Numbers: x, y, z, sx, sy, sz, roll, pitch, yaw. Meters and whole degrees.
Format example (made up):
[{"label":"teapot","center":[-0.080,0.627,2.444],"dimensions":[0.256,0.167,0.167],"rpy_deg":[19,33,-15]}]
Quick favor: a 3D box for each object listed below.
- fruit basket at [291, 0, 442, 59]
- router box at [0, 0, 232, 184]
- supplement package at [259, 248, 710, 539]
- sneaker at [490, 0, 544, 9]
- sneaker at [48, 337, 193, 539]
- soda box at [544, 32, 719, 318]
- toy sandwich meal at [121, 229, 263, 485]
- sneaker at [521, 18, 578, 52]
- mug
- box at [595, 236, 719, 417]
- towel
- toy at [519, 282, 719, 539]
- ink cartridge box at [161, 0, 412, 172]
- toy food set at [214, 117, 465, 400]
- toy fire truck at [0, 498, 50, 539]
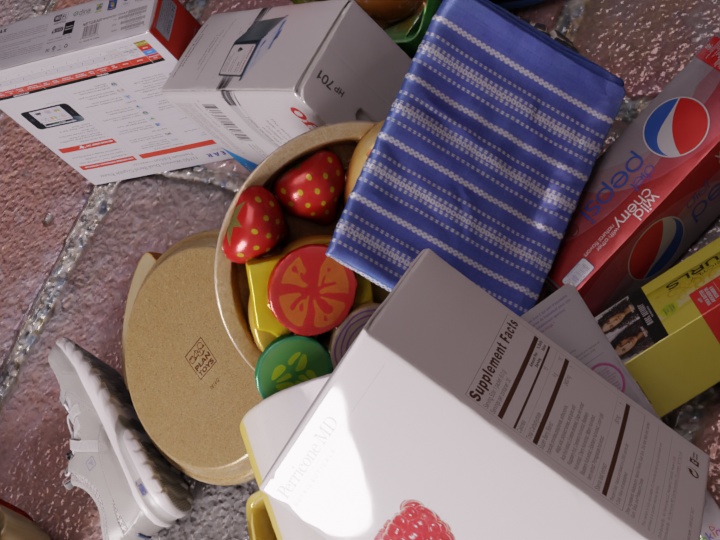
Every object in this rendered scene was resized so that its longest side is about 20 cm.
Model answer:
[{"label":"fruit basket","center":[-0.015,-0.227,0.924],"dimensions":[0.184,0.199,0.095],"rpy_deg":[7,70,46]},{"label":"router box","center":[-0.202,-0.151,1.089],"dimensions":[0.197,0.179,0.050],"rpy_deg":[-7,60,27]},{"label":"supplement package","center":[0.069,0.109,0.687],"dimensions":[0.199,0.120,0.122],"rpy_deg":[35,118,4]},{"label":"sneaker","center":[0.073,-0.234,1.029],"dimensions":[0.197,0.083,0.072],"rpy_deg":[-20,56,24]},{"label":"sneaker","center":[-0.210,0.133,1.004],"dimensions":[0.082,0.075,0.201],"rpy_deg":[-41,51,4]},{"label":"soda box","center":[0.202,-0.056,0.860],"dimensions":[0.200,0.070,0.063],"rpy_deg":[-46,50,2]},{"label":"toy sandwich meal","center":[-0.102,0.064,0.963],"dimensions":[0.203,0.070,0.209],"rpy_deg":[0,90,34]},{"label":"sneaker","center":[0.112,-0.110,0.939],"dimensions":[0.076,0.080,0.202],"rpy_deg":[19,51,-4]},{"label":"mug","center":[0.007,0.164,0.836],"dimensions":[0.147,0.187,0.155],"rpy_deg":[-10,68,-12]},{"label":"box","center":[0.234,0.017,0.797],"dimensions":[0.198,0.050,0.076],"rpy_deg":[-33,21,12]},{"label":"towel","center":[0.080,-0.066,0.819],"dimensions":[0.202,0.143,0.024],"rpy_deg":[-65,13,-13]},{"label":"toy","center":[0.145,0.119,0.770],"dimensions":[0.115,0.047,0.202],"rpy_deg":[-37,78,31]},{"label":"ink cartridge box","center":[-0.036,-0.120,0.957],"dimensions":[0.199,0.146,0.087],"rpy_deg":[8,63,53]},{"label":"toy food set","center":[0.000,0.000,0.856],"dimensions":[0.197,0.201,0.049],"rpy_deg":[-14,19,-16]},{"label":"toy fire truck","center":[-0.359,0.240,1.019],"dimensions":[0.199,0.128,0.177],"rpy_deg":[24,78,50]}]
